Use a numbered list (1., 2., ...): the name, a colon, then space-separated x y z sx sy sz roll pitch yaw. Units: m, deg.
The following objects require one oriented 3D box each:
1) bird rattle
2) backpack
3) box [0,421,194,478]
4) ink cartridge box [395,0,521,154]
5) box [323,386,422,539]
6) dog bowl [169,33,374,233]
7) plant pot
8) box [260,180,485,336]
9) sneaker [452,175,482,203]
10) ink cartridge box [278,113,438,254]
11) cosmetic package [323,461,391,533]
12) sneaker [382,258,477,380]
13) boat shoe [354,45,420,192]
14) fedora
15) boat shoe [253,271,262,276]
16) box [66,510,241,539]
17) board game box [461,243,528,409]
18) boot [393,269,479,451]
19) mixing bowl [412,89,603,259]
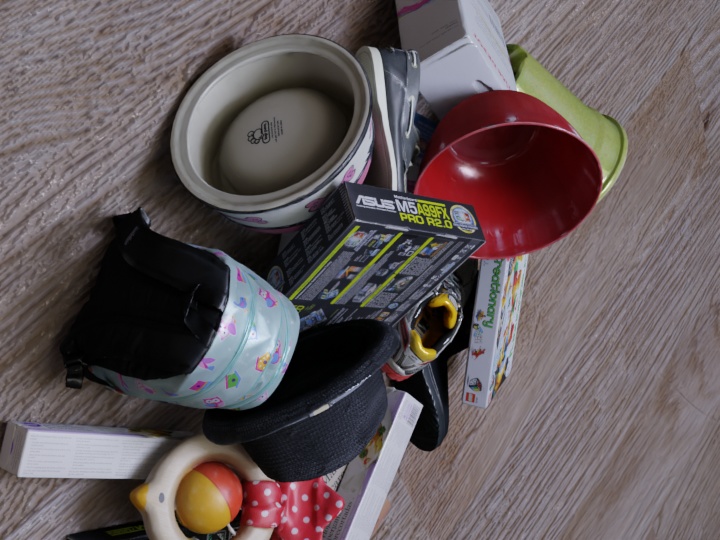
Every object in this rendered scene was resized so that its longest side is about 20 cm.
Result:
1. bird rattle: -0.121 0.226 0.842 0.199 0.112 0.164 -36 99 -24
2. backpack: -0.152 0.042 0.790 0.126 0.198 0.169 25 77 -45
3. box: -0.227 0.167 0.835 0.199 0.038 0.042 14 86 -47
4. ink cartridge box: 0.110 -0.257 1.043 0.145 0.084 0.202 44 29 -41
5. box: 0.008 0.224 0.979 0.041 0.038 0.202 40 67 -42
6. dog bowl: -0.076 -0.123 0.863 0.202 0.198 0.074 -63 154 -19
7. plant pot: 0.209 -0.181 1.170 0.184 0.199 0.202 41 66 -30
8. box: 0.000 0.000 0.883 0.159 0.200 0.045 7 53 -35
9. sneaker: 0.129 -0.085 1.084 0.199 0.082 0.078 -35 118 8
10. ink cartridge box: 0.002 -0.084 1.009 0.144 0.084 0.203 16 85 -45
11. cosmetic package: -0.055 0.221 1.003 0.104 0.087 0.201 -48 127 -29
12. sneaker: 0.095 0.041 1.061 0.078 0.082 0.201 41 55 -16
13. boat shoe: 0.035 -0.121 0.912 0.067 0.072 0.203 -6 97 -30
14. fedora: -0.043 0.127 0.841 0.200 0.199 0.092 -36 110 -38
15. boat shoe: -0.076 0.065 0.989 0.200 0.063 0.074 34 76 -37
16. box: -0.200 0.347 0.897 0.192 0.047 0.203 4 92 -48
17. board game box: 0.168 0.052 1.115 0.126 0.034 0.203 -35 133 -62
18. boot: 0.117 0.111 1.177 0.167 0.076 0.203 -23 106 -39
19. mixing bowl: 0.147 -0.116 0.973 0.200 0.199 0.109 42 31 -41
